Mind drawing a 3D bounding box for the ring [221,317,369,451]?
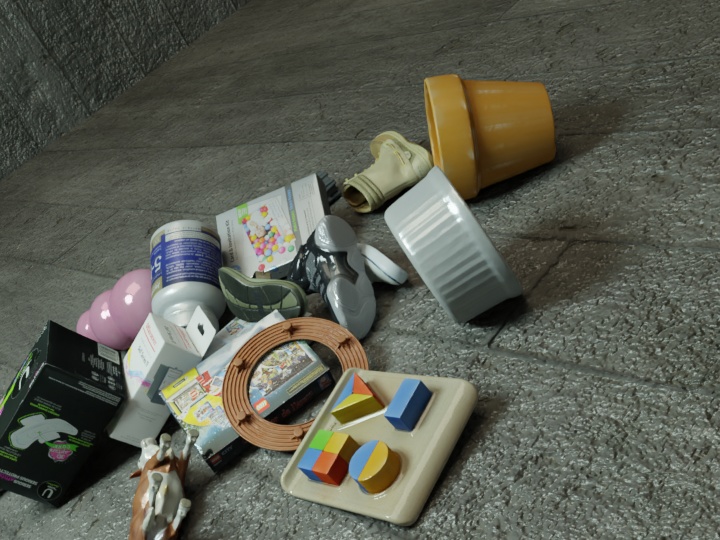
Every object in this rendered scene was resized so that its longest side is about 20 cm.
[{"bbox_3d":[-0.087,0.141,1.175,0.200,0.019,0.201,-6,52,8],"label":"ring"}]

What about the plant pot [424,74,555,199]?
[{"bbox_3d":[0.207,-0.220,1.430,0.183,0.201,0.200,-9,30,2],"label":"plant pot"}]

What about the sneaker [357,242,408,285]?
[{"bbox_3d":[0.000,0.000,1.377,0.071,0.073,0.200,-58,32,-6],"label":"sneaker"}]

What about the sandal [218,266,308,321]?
[{"bbox_3d":[-0.143,0.036,1.353,0.201,0.080,0.057,11,29,41],"label":"sandal"}]

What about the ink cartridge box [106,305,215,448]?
[{"bbox_3d":[-0.296,0.142,1.305,0.200,0.067,0.117,-59,30,4],"label":"ink cartridge box"}]

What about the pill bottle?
[{"bbox_3d":[-0.280,0.029,1.463,0.119,0.120,0.200,-21,53,14],"label":"pill bottle"}]

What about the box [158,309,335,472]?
[{"bbox_3d":[-0.154,0.159,1.216,0.200,0.038,0.137,-35,53,-14],"label":"box"}]

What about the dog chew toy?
[{"bbox_3d":[-0.408,0.079,1.552,0.200,0.125,0.125,-26,27,22],"label":"dog chew toy"}]

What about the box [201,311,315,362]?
[{"bbox_3d":[-0.174,0.126,1.340,0.200,0.041,0.156,-42,30,-24],"label":"box"}]

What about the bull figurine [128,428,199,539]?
[{"bbox_3d":[-0.247,0.269,1.119,0.200,0.065,0.122,-104,34,-53],"label":"bull figurine"}]

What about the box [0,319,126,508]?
[{"bbox_3d":[-0.441,0.203,1.286,0.200,0.124,0.149,-56,26,9],"label":"box"}]

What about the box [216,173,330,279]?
[{"bbox_3d":[-0.145,-0.061,1.541,0.200,0.041,0.156,-22,56,15],"label":"box"}]

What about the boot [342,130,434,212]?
[{"bbox_3d":[0.029,-0.176,1.619,0.155,0.073,0.200,-33,34,-13],"label":"boot"}]

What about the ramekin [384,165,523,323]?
[{"bbox_3d":[0.117,-0.028,1.172,0.098,0.201,0.201,-35,28,5],"label":"ramekin"}]

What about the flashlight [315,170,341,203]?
[{"bbox_3d":[-0.134,-0.112,1.669,0.200,0.068,0.068,-41,35,-20],"label":"flashlight"}]

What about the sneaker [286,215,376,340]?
[{"bbox_3d":[-0.046,0.027,1.324,0.114,0.075,0.200,-38,54,41],"label":"sneaker"}]

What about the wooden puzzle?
[{"bbox_3d":[0.014,0.187,1.036,0.200,0.046,0.185,3,49,43],"label":"wooden puzzle"}]
